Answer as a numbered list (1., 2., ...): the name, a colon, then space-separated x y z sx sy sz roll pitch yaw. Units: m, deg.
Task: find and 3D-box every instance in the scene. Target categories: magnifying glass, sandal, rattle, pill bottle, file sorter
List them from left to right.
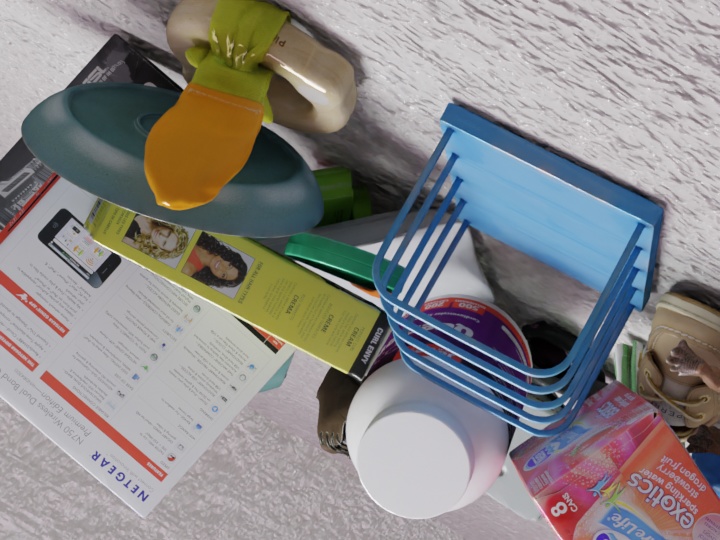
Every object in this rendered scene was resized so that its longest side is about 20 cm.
1. rattle: -0.083 -0.083 1.193 0.130 0.144 0.200 14 169 -19
2. magnifying glass: 0.000 0.000 1.281 0.079 0.022 0.200 18 175 10
3. pill bottle: 0.055 0.096 1.346 0.112 0.113 0.200 29 -159 2
4. file sorter: 0.092 0.010 1.177 0.138 0.123 0.200 28 170 13
5. sandal: 0.160 0.072 1.512 0.200 0.048 0.075 21 -179 -41

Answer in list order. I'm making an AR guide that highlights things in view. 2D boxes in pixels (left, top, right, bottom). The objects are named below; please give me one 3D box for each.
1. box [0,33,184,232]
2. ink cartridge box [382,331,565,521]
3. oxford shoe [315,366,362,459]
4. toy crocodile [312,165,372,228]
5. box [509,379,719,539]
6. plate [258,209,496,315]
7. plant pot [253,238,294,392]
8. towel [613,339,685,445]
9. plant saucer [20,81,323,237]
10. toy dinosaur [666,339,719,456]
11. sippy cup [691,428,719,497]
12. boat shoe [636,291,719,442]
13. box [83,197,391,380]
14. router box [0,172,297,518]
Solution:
1. box: -0.180 -0.043 1.371 0.158 0.200 0.050 42 177 14
2. ink cartridge box: 0.089 0.102 1.567 0.145 0.083 0.200 34 -172 -18
3. oxford shoe: 0.008 0.134 1.639 0.073 0.085 0.200 34 -173 -19
4. toy crocodile: -0.026 -0.041 1.442 0.067 0.062 0.200 -10 165 -1
5. box: 0.165 0.143 1.226 0.103 0.094 0.200 56 -179 -2
6. plate: -0.008 0.004 1.428 0.199 0.032 0.200 -12 161 7
7. plant pot: -0.120 0.012 1.599 0.160 0.201 0.201 18 170 -3
8. towel: 0.221 0.154 1.457 0.023 0.153 0.200 -5 156 17
9. plant saucer: -0.115 -0.077 1.223 0.199 0.028 0.200 17 -160 -7
10. toy dinosaur: 0.259 0.097 1.125 0.135 0.086 0.200 41 160 34
11. sippy cup: 0.289 0.184 1.388 0.178 0.139 0.131 30 139 47
12. boat shoe: 0.217 0.072 1.267 0.074 0.069 0.200 26 169 18
13. box: -0.079 0.002 1.249 0.199 0.050 0.075 28 -179 -14
14. router box: -0.161 0.034 1.298 0.200 0.180 0.049 43 178 -15
